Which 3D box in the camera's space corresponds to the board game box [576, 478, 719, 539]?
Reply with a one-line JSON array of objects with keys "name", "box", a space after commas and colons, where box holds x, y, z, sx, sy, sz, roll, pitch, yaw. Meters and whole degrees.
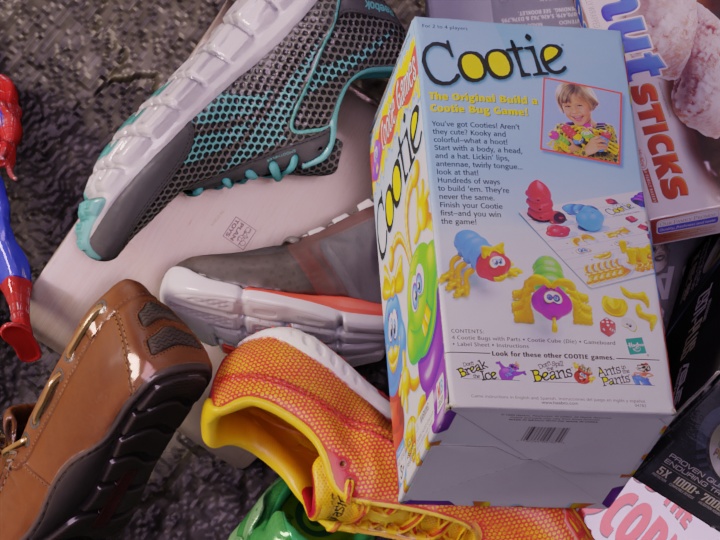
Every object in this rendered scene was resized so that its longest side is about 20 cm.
[{"name": "board game box", "box": [0.116, 0.133, 1.291, 0.151, 0.046, 0.200, 38, 92, 1]}]

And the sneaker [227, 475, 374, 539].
[{"name": "sneaker", "box": [-0.048, 0.156, 1.258, 0.074, 0.084, 0.200, 29, 60, 3]}]

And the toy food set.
[{"name": "toy food set", "box": [-0.064, -0.018, 1.327, 0.143, 0.060, 0.200, 34, 86, -7]}]

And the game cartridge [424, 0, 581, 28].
[{"name": "game cartridge", "box": [0.132, -0.132, 1.320, 0.200, 0.040, 0.134, -5, 59, 1]}]

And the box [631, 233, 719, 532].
[{"name": "box", "box": [0.242, 0.070, 1.232, 0.200, 0.086, 0.164, 33, 43, -6]}]

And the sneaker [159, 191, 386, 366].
[{"name": "sneaker", "box": [0.000, 0.000, 1.281, 0.200, 0.077, 0.082, 4, 67, -13]}]

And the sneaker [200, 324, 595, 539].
[{"name": "sneaker", "box": [0.016, 0.104, 1.227, 0.200, 0.073, 0.077, 26, 52, 7]}]

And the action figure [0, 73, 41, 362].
[{"name": "action figure", "box": [-0.196, -0.044, 1.302, 0.065, 0.052, 0.200, -20, 54, 12]}]

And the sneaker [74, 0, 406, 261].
[{"name": "sneaker", "box": [-0.053, -0.070, 1.262, 0.091, 0.078, 0.200, 44, 86, -10]}]

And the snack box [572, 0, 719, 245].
[{"name": "snack box", "box": [0.149, -0.103, 1.259, 0.072, 0.024, 0.200, -11, 55, -2]}]

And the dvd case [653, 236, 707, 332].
[{"name": "dvd case", "box": [0.146, -0.026, 1.334, 0.150, 0.025, 0.200, -2, 83, 1]}]

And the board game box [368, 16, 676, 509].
[{"name": "board game box", "box": [0.069, -0.003, 1.197, 0.105, 0.103, 0.200, 3, 60, -12]}]

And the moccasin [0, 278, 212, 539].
[{"name": "moccasin", "box": [-0.147, 0.087, 1.268, 0.074, 0.202, 0.078, -10, 53, -41]}]
